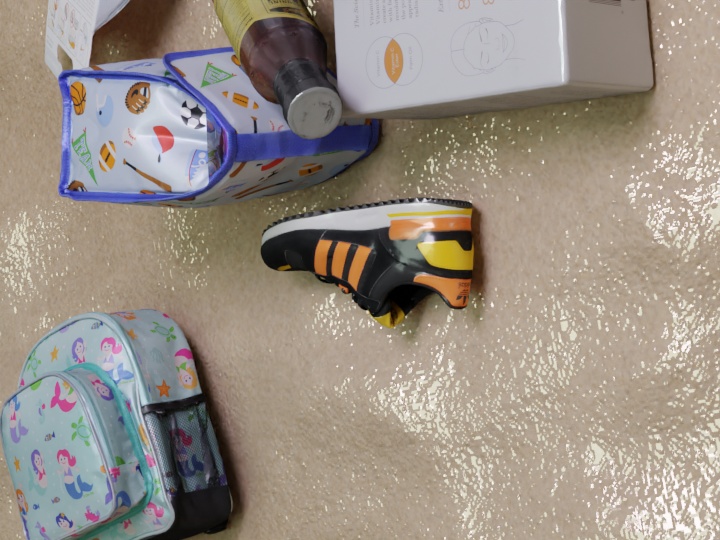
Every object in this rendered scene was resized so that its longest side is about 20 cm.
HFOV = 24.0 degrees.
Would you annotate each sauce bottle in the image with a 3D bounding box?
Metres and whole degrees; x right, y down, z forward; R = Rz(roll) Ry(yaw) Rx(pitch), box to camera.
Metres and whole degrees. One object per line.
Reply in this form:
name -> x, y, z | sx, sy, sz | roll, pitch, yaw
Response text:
sauce bottle -> -0.057, -0.160, 1.215 | 0.066, 0.065, 0.201 | -62, 33, 25

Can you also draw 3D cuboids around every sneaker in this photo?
sneaker -> 0.000, 0.000, 1.264 | 0.199, 0.070, 0.091 | -9, 83, 40

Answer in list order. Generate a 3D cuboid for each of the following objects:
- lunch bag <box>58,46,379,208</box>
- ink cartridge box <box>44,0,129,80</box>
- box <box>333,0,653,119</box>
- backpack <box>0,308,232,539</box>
lunch bag -> -0.108, -0.109, 1.293 | 0.199, 0.169, 0.126 | 8, 103, 43
ink cartridge box -> -0.220, -0.251, 1.435 | 0.162, 0.050, 0.202 | -135, 50, -58
box -> 0.085, -0.188, 1.152 | 0.198, 0.106, 0.154 | -3, 91, 42
backpack -> -0.212, 0.136, 1.423 | 0.177, 0.150, 0.202 | -26, 71, 41
